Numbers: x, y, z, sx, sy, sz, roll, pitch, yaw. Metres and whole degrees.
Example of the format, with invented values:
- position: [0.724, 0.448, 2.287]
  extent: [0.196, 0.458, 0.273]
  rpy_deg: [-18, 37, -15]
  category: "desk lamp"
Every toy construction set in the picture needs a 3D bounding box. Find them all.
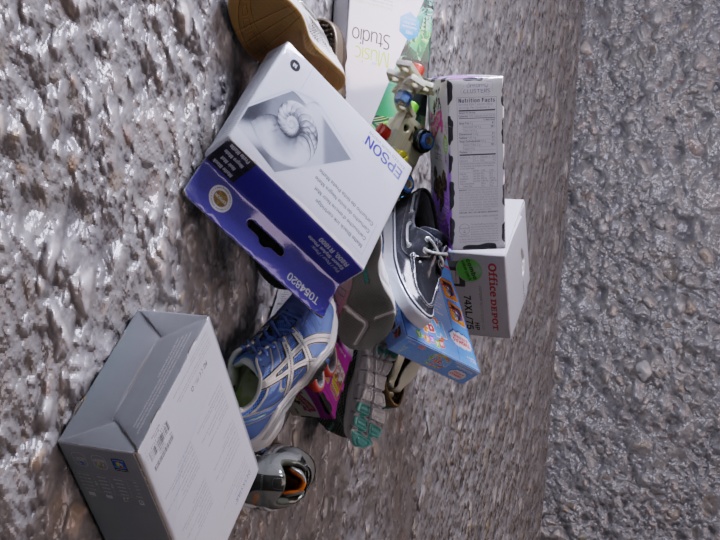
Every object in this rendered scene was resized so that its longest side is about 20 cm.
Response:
- position: [0.024, -0.153, 1.399]
  extent: [0.131, 0.092, 0.202]
  rpy_deg: [36, 86, -36]
  category: "toy construction set"

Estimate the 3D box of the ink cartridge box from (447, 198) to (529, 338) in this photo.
- position: [0.135, -0.009, 1.690]
  extent: [0.147, 0.196, 0.149]
  rpy_deg: [-61, 149, -50]
  category: "ink cartridge box"

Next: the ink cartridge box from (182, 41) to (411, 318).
- position: [-0.055, -0.092, 1.163]
  extent: [0.199, 0.040, 0.202]
  rpy_deg: [42, 55, -24]
  category: "ink cartridge box"

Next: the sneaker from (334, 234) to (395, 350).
- position: [0.000, 0.000, 1.318]
  extent: [0.081, 0.069, 0.203]
  rpy_deg: [-103, -173, -54]
  category: "sneaker"

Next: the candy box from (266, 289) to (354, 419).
- position: [-0.049, 0.052, 1.370]
  extent: [0.137, 0.060, 0.202]
  rpy_deg: [67, 33, -49]
  category: "candy box"

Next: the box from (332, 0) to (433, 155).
- position: [0.025, -0.252, 1.466]
  extent: [0.143, 0.036, 0.204]
  rpy_deg: [3, 91, -40]
  category: "box"

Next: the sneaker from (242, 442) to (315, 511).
- position: [-0.085, 0.232, 1.277]
  extent: [0.200, 0.078, 0.075]
  rpy_deg: [19, 74, -72]
  category: "sneaker"

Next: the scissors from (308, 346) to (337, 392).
- position: [-0.045, 0.030, 1.277]
  extent: [0.073, 0.014, 0.204]
  rpy_deg: [-23, 113, -65]
  category: "scissors"

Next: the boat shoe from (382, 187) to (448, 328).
- position: [0.072, -0.021, 1.380]
  extent: [0.072, 0.067, 0.202]
  rpy_deg: [41, 29, -31]
  category: "boat shoe"

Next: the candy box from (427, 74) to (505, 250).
- position: [0.129, -0.138, 1.434]
  extent: [0.168, 0.070, 0.204]
  rpy_deg: [-117, -156, -80]
  category: "candy box"

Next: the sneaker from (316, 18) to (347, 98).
- position: [-0.040, -0.182, 1.337]
  extent: [0.075, 0.069, 0.204]
  rpy_deg: [25, 71, -71]
  category: "sneaker"

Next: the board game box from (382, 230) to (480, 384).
- position: [0.070, 0.028, 1.443]
  extent: [0.150, 0.036, 0.202]
  rpy_deg: [28, 37, -44]
  category: "board game box"

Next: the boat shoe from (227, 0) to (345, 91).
- position: [-0.083, -0.255, 1.217]
  extent: [0.200, 0.070, 0.070]
  rpy_deg: [44, 26, -57]
  category: "boat shoe"

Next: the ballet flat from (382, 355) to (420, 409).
- position: [0.059, 0.086, 1.507]
  extent: [0.067, 0.072, 0.203]
  rpy_deg: [28, 79, -44]
  category: "ballet flat"

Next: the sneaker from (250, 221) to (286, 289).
- position: [-0.072, -0.082, 1.258]
  extent: [0.087, 0.072, 0.204]
  rpy_deg: [-34, 126, -68]
  category: "sneaker"

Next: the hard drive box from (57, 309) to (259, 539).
- position: [-0.168, 0.163, 1.018]
  extent: [0.157, 0.075, 0.202]
  rpy_deg: [-65, 152, -45]
  category: "hard drive box"

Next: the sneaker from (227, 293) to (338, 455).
- position: [-0.087, 0.092, 1.209]
  extent: [0.202, 0.075, 0.077]
  rpy_deg: [-63, 146, -21]
  category: "sneaker"

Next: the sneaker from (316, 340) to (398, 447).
- position: [-0.007, 0.116, 1.467]
  extent: [0.077, 0.090, 0.203]
  rpy_deg: [29, 72, -47]
  category: "sneaker"
